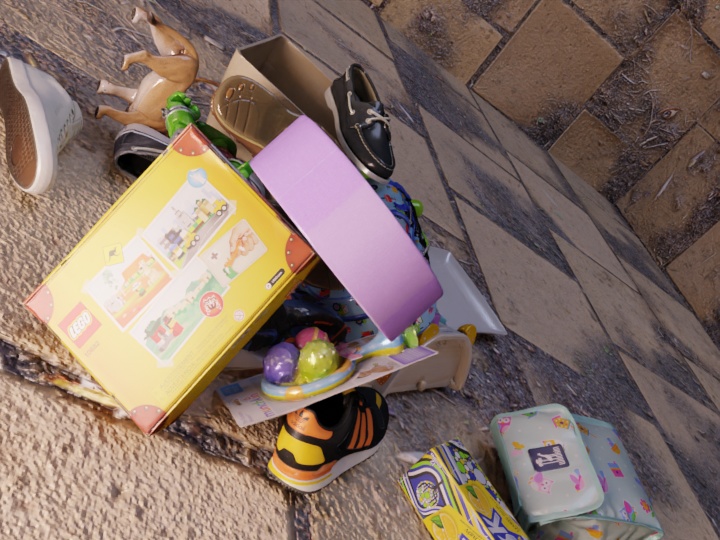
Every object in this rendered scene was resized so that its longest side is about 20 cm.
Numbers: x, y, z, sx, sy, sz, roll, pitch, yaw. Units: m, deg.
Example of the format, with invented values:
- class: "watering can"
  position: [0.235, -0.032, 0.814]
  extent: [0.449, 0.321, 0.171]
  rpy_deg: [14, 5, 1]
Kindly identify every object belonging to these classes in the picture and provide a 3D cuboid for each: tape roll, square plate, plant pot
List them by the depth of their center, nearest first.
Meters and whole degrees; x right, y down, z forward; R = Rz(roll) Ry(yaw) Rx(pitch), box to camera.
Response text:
- class: "tape roll"
  position: [-0.012, -0.036, 0.625]
  extent: [0.202, 0.065, 0.200]
  rpy_deg: [52, -1, 1]
- class: "plant pot"
  position: [-0.112, -0.177, 0.975]
  extent: [0.199, 0.177, 0.201]
  rpy_deg: [41, 24, -7]
- class: "square plate"
  position: [0.148, 0.036, 1.212]
  extent: [0.196, 0.028, 0.202]
  rpy_deg: [9, 42, -52]

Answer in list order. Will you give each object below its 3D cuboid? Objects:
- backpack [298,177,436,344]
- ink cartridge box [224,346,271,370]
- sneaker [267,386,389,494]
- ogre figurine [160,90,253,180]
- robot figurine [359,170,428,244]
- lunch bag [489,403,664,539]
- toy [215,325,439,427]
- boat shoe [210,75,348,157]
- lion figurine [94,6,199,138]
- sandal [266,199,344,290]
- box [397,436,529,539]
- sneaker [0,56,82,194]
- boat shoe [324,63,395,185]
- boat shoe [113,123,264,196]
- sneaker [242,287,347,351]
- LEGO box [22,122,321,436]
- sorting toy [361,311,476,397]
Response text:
- class: "backpack"
  position: [0.000, 0.000, 0.849]
  extent: [0.202, 0.177, 0.137]
  rpy_deg: [-98, 174, -54]
- class: "ink cartridge box"
  position: [-0.143, 0.044, 0.768]
  extent: [0.199, 0.050, 0.164]
  rpy_deg: [41, 21, -37]
- class: "sneaker"
  position: [-0.015, 0.143, 0.711]
  extent: [0.069, 0.092, 0.199]
  rpy_deg: [25, 20, 21]
- class: "ogre figurine"
  position: [-0.155, -0.098, 0.776]
  extent: [0.120, 0.095, 0.205]
  rpy_deg: [-101, 178, -72]
- class: "robot figurine"
  position: [0.026, -0.058, 1.047]
  extent: [0.114, 0.176, 0.203]
  rpy_deg: [-29, 84, -18]
- class: "lunch bag"
  position: [0.266, 0.275, 0.916]
  extent: [0.196, 0.123, 0.173]
  rpy_deg: [21, 34, -23]
- class: "toy"
  position: [-0.037, 0.080, 0.670]
  extent: [0.195, 0.049, 0.115]
  rpy_deg: [-13, 11, -21]
- class: "boat shoe"
  position: [-0.087, -0.145, 0.813]
  extent: [0.198, 0.073, 0.067]
  rpy_deg: [37, -11, -24]
- class: "lion figurine"
  position: [-0.239, -0.217, 0.843]
  extent: [0.120, 0.199, 0.074]
  rpy_deg: [12, 57, -36]
- class: "sandal"
  position: [-0.089, -0.031, 0.730]
  extent: [0.196, 0.054, 0.083]
  rpy_deg: [12, 82, -32]
- class: "box"
  position: [0.129, 0.286, 0.756]
  extent: [0.069, 0.064, 0.202]
  rpy_deg: [1, 48, -55]
- class: "sneaker"
  position: [-0.326, -0.152, 0.744]
  extent: [0.083, 0.073, 0.202]
  rpy_deg: [13, 37, -42]
- class: "boat shoe"
  position: [0.005, -0.192, 0.897]
  extent: [0.075, 0.060, 0.203]
  rpy_deg: [19, 36, -43]
- class: "boat shoe"
  position: [-0.205, -0.110, 0.862]
  extent: [0.197, 0.072, 0.069]
  rpy_deg: [25, 28, -29]
- class: "sneaker"
  position: [-0.102, 0.038, 0.713]
  extent: [0.198, 0.076, 0.078]
  rpy_deg: [31, 7, -46]
- class: "LEGO box"
  position: [-0.151, 0.008, 0.595]
  extent: [0.149, 0.200, 0.077]
  rpy_deg: [44, -2, 3]
- class: "sorting toy"
  position: [0.043, 0.075, 0.947]
  extent: [0.179, 0.109, 0.198]
  rpy_deg: [36, 18, 34]
